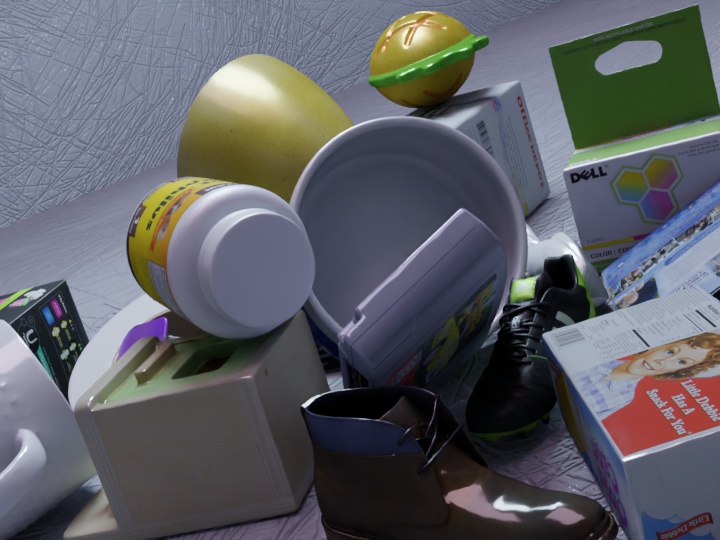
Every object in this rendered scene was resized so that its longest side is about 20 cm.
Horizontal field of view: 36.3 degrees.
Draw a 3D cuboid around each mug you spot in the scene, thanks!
[{"bbox_3d":[-0.302,0.153,0.841,0.174,0.149,0.199,-36,23,-21],"label":"mug"}]

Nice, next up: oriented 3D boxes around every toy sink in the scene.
[{"bbox_3d":[-0.133,0.115,0.828,0.197,0.114,0.131,-14,15,19],"label":"toy sink"}]

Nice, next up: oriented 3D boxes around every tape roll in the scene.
[{"bbox_3d":[-0.178,0.081,1.027,0.199,0.037,0.204,-19,34,13],"label":"tape roll"}]

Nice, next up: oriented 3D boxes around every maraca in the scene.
[{"bbox_3d":[0.077,-0.243,1.270,0.135,0.108,0.200,-28,15,-6],"label":"maraca"}]

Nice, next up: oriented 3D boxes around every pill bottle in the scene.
[{"bbox_3d":[-0.105,-0.012,0.826,0.108,0.111,0.199,-24,16,-20],"label":"pill bottle"}]

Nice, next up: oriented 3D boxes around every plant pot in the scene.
[{"bbox_3d":[-0.073,-0.112,1.154,0.141,0.203,0.199,22,38,36],"label":"plant pot"}]

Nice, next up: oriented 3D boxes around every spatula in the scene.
[{"bbox_3d":[-0.135,0.063,0.965,0.196,0.021,0.057,-8,59,20],"label":"spatula"}]

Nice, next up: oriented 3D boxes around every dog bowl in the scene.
[{"bbox_3d":[0.032,-0.018,0.902,0.197,0.203,0.079,-23,-8,-15],"label":"dog bowl"}]

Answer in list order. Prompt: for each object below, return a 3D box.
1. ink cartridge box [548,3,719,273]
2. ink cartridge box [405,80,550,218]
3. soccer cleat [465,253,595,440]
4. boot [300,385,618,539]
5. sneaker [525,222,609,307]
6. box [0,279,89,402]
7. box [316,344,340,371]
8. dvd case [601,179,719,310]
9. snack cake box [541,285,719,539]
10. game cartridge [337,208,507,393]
[{"bbox_3d":[0.253,-0.115,0.988,0.145,0.203,0.076,-12,16,24],"label":"ink cartridge box"},{"bbox_3d":[0.107,-0.112,1.266,0.143,0.148,0.200,-8,17,35],"label":"ink cartridge box"},{"bbox_3d":[0.120,0.053,0.797,0.067,0.082,0.200,-9,18,32],"label":"soccer cleat"},{"bbox_3d":[0.045,0.118,0.628,0.197,0.099,0.075,-8,19,37],"label":"boot"},{"bbox_3d":[0.151,0.009,0.966,0.080,0.071,0.200,-36,15,-7],"label":"sneaker"},{"bbox_3d":[-0.381,0.113,1.119,0.146,0.126,0.200,-14,17,17],"label":"box"},{"bbox_3d":[-0.062,0.067,1.059,0.197,0.035,0.110,-13,16,22],"label":"box"},{"bbox_3d":[0.260,-0.007,0.859,0.142,0.018,0.200,-40,9,15],"label":"dvd case"},{"bbox_3d":[0.186,0.081,0.645,0.113,0.068,0.200,-16,15,2],"label":"snack cake box"},{"bbox_3d":[0.044,0.043,0.746,0.133,0.041,0.201,-47,-18,-17],"label":"game cartridge"}]
